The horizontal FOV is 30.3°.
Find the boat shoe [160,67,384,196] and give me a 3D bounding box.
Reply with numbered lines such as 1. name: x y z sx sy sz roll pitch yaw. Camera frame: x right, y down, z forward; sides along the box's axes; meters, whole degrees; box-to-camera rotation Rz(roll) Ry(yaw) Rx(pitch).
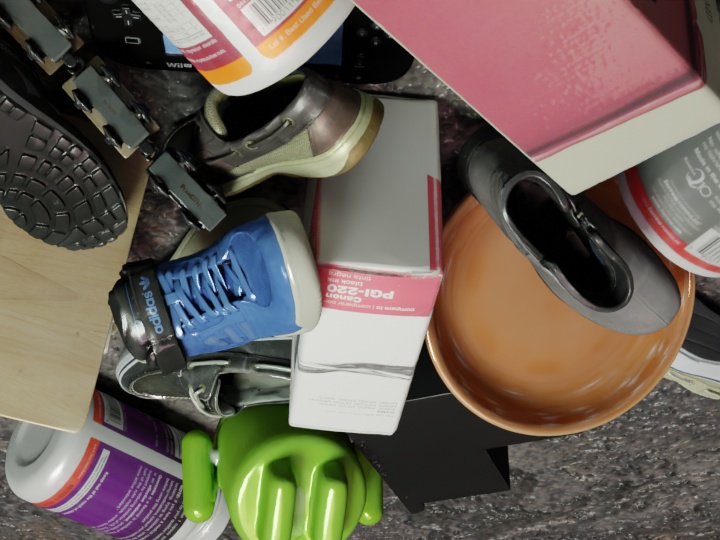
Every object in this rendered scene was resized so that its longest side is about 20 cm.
1. boat shoe: -0.068 -0.093 0.824 0.199 0.074 0.065 -6 141 48

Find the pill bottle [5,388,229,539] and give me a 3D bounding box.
1. pill bottle: -0.213 0.184 1.208 0.112 0.113 0.199 -27 134 35

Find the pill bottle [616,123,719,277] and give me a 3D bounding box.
1. pill bottle: 0.256 -0.092 0.792 0.113 0.115 0.200 20 141 -23

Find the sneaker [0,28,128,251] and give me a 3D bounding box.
1. sneaker: -0.209 -0.100 0.820 0.075 0.088 0.200 -24 130 19

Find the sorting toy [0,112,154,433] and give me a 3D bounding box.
1. sorting toy: -0.259 -0.013 0.886 0.198 0.201 0.070 15 172 -13

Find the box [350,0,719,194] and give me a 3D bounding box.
1. box: 0.095 -0.156 0.700 0.108 0.129 0.199 -26 136 33

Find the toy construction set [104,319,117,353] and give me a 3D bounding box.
1. toy construction set: -0.257 0.000 0.984 0.199 0.093 0.131 23 141 -9

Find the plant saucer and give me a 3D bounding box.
1. plant saucer: 0.135 0.015 0.932 0.198 0.037 0.202 -2 103 -10

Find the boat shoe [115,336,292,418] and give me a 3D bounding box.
1. boat shoe: -0.116 0.084 1.098 0.198 0.071 0.072 -12 142 20

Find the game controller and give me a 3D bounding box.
1. game controller: -0.064 -0.151 0.793 0.198 0.042 0.105 4 144 -1

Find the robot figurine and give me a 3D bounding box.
1. robot figurine: -0.062 0.166 1.123 0.174 0.200 0.117 1 107 -14

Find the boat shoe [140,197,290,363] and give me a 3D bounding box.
1. boat shoe: -0.099 0.009 1.001 0.066 0.075 0.199 -3 148 -47

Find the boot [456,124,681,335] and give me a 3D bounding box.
1. boot: 0.143 -0.002 0.836 0.199 0.132 0.070 35 102 -21

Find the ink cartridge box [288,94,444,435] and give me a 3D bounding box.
1. ink cartridge box: 0.000 0.000 0.908 0.084 0.147 0.201 4 144 -4

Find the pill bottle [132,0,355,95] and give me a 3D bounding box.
1. pill bottle: -0.094 -0.192 0.659 0.109 0.110 0.200 -25 123 33

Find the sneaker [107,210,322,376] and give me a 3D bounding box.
1. sneaker: -0.097 0.018 0.831 0.110 0.077 0.200 -15 177 -19

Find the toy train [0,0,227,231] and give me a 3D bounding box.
1. toy train: -0.154 -0.103 0.810 0.034 0.046 0.200 -42 100 -1

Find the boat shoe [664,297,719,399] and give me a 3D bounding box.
1. boat shoe: 0.252 0.062 1.043 0.199 0.073 0.062 26 136 -33

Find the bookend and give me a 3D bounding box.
1. bookend: 0.101 0.107 1.098 0.198 0.093 0.199 -12 144 17
